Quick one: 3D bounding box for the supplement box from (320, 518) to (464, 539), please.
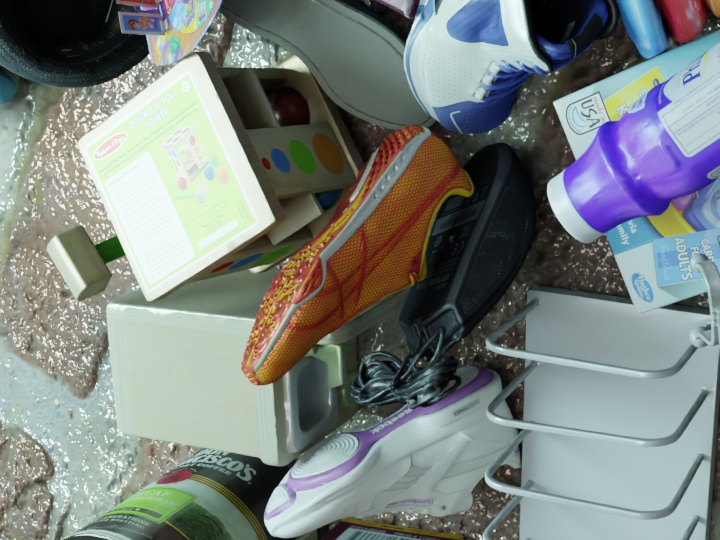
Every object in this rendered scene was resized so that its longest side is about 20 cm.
[{"bbox_3d":[0.022,0.308,1.055,0.109,0.085,0.202,3,106,27],"label":"supplement box"}]

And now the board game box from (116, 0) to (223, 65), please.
[{"bbox_3d":[-0.133,-0.239,0.879,0.158,0.039,0.202,-46,50,45],"label":"board game box"}]

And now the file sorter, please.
[{"bbox_3d":[0.157,0.130,0.908,0.137,0.124,0.202,8,107,26],"label":"file sorter"}]

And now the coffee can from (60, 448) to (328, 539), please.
[{"bbox_3d":[-0.134,0.232,1.053,0.145,0.200,0.148,8,108,26],"label":"coffee can"}]

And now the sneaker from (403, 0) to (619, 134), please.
[{"bbox_3d":[0.092,-0.145,0.830,0.115,0.080,0.200,46,155,29],"label":"sneaker"}]

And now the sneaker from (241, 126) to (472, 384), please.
[{"bbox_3d":[0.000,0.000,0.874,0.077,0.073,0.200,42,85,-16],"label":"sneaker"}]

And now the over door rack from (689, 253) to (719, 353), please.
[{"bbox_3d":[0.282,0.061,0.820,0.146,0.067,0.202,-13,118,5],"label":"over door rack"}]

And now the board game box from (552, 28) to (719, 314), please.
[{"bbox_3d":[0.241,-0.076,0.848,0.199,0.047,0.152,-22,93,32],"label":"board game box"}]

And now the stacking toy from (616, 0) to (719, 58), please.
[{"bbox_3d":[0.241,-0.211,0.792,0.198,0.116,0.111,-18,104,17],"label":"stacking toy"}]

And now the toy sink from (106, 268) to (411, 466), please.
[{"bbox_3d":[-0.070,0.069,1.013,0.198,0.130,0.113,4,106,26],"label":"toy sink"}]

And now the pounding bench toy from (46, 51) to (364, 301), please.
[{"bbox_3d":[-0.114,-0.055,0.982,0.199,0.156,0.125,-30,82,30],"label":"pounding bench toy"}]

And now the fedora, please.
[{"bbox_3d":[-0.223,-0.243,1.013,0.091,0.199,0.203,27,121,56],"label":"fedora"}]

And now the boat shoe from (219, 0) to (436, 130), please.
[{"bbox_3d":[-0.024,-0.171,0.942,0.199,0.062,0.075,29,126,-12],"label":"boat shoe"}]

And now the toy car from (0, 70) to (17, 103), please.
[{"bbox_3d":[-0.340,-0.208,1.085,0.148,0.175,0.202,-14,98,-6],"label":"toy car"}]

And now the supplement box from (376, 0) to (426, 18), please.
[{"bbox_3d":[-0.006,-0.270,0.896,0.199,0.103,0.132,30,116,18],"label":"supplement box"}]

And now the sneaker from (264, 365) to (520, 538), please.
[{"bbox_3d":[0.028,0.153,0.975,0.199,0.075,0.100,-27,109,-3],"label":"sneaker"}]

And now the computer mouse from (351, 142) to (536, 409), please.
[{"bbox_3d":[0.070,0.010,0.919,0.052,0.202,0.138,28,165,-17],"label":"computer mouse"}]

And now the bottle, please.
[{"bbox_3d":[0.199,-0.087,0.792,0.199,0.084,0.066,-36,93,32],"label":"bottle"}]
